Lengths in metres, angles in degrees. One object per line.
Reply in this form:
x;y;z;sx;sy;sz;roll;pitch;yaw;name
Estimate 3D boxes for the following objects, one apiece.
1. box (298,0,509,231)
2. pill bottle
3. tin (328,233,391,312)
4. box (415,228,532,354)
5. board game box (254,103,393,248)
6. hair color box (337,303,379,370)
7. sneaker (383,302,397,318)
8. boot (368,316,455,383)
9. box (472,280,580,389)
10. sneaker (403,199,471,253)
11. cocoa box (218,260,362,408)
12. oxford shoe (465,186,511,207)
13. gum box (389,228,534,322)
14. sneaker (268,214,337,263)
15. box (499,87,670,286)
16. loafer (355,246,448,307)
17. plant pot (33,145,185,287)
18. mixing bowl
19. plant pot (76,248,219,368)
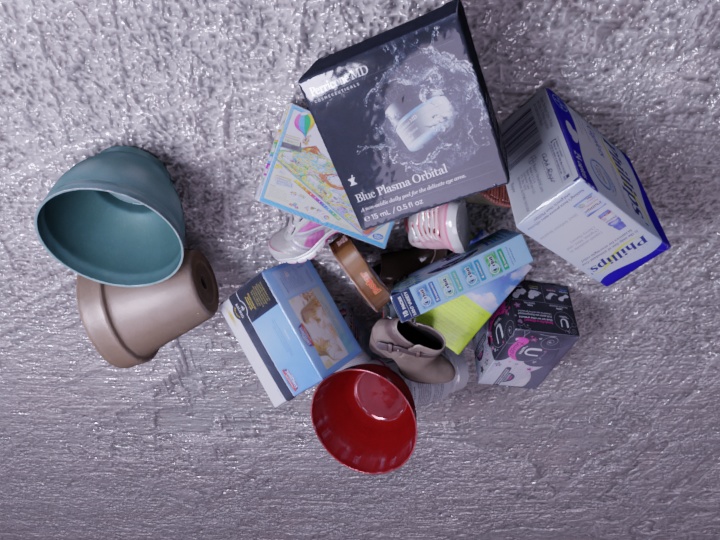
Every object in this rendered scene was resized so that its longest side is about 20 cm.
0.058;-0.183;0.736;0.193;0.118;0.203;-16;115;19;box
0.113;0.217;1.226;0.196;0.115;0.114;-10;147;-26;pill bottle
0.000;0.000;0.949;0.042;0.200;0.113;-33;103;0;tin
0.181;0.032;1.035;0.121;0.048;0.201;32;107;-15;box
-0.032;-0.128;0.850;0.197;0.034;0.137;20;94;-22;board game box
-0.028;0.156;1.237;0.097;0.062;0.201;-16;139;18;hair color box
0.114;0.098;1.133;0.094;0.081;0.199;-6;160;32;sneaker
0.106;0.138;1.035;0.197;0.072;0.146;20;156;-15;boot
0.306;0.128;1.160;0.129;0.116;0.202;7;140;-9;box
0.110;-0.065;0.904;0.102;0.077;0.200;1;-178;13;sneaker
-0.118;0.100;1.038;0.130;0.202;0.133;-34;175;34;cocoa box
0.166;-0.132;0.902;0.196;0.072;0.074;13;166;-19;oxford shoe
0.142;0.003;0.901;0.197;0.170;0.045;-27;94;7;gum box
-0.074;-0.086;0.938;0.198;0.082;0.088;-30;129;23;sneaker
0.292;-0.110;0.820;0.198;0.187;0.105;26;133;-30;box
0.063;0.002;1.041;0.199;0.074;0.071;-32;131;32;loafer
-0.343;-0.091;0.879;0.196;0.136;0.202;1;141;0;plant pot
0.021;0.247;1.090;0.196;0.108;0.205;7;109;20;mixing bowl
-0.334;0.040;1.002;0.171;0.203;0.202;-16;139;6;plant pot
